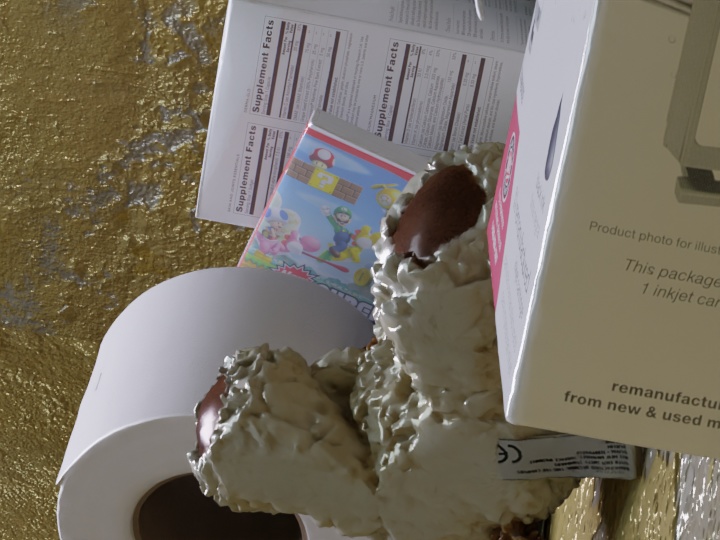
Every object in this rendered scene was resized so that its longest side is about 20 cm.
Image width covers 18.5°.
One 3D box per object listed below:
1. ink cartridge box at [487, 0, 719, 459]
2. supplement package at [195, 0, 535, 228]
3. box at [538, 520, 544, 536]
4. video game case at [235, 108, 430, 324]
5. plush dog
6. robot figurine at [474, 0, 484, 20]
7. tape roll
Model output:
[{"bbox_3d":[0.091,-0.073,0.553,0.147,0.082,0.201,-85,5,-70],"label":"ink cartridge box"},{"bbox_3d":[0.008,-0.110,1.440,0.152,0.199,0.151,-83,4,-67],"label":"supplement package"},{"bbox_3d":[0.061,0.119,1.113,0.200,0.037,0.137,103,176,-61],"label":"box"},{"bbox_3d":[0.000,0.000,1.391,0.017,0.142,0.200,-71,7,-47],"label":"video game case"},{"bbox_3d":[0.052,0.034,0.891,0.200,0.160,0.172,-44,9,35],"label":"plush dog"},{"bbox_3d":[0.064,-0.237,1.182,0.113,0.169,0.201,-24,47,60],"label":"robot figurine"},{"bbox_3d":[-0.076,0.117,1.369,0.140,0.202,0.203,-78,0,-51],"label":"tape roll"}]
